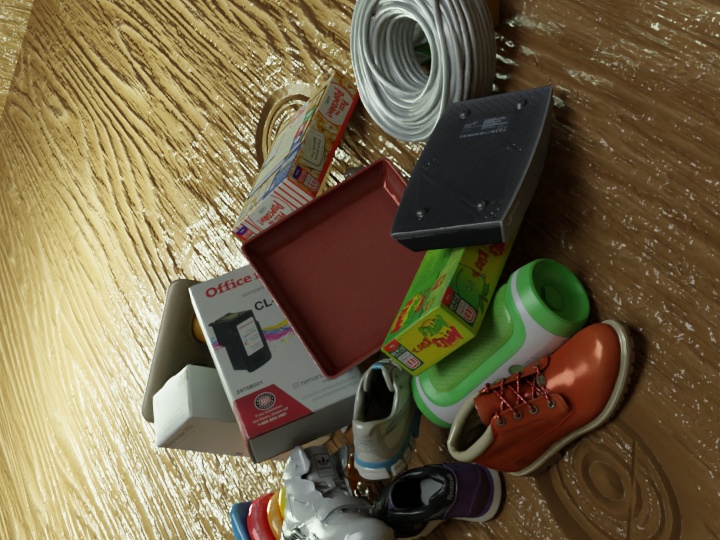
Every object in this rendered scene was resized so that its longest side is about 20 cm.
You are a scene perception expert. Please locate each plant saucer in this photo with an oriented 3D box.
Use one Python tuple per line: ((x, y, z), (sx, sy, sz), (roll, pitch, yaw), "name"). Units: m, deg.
((0.000, 0.000, 1.269), (0.201, 0.198, 0.037), (53, 170, 28), "plant saucer")

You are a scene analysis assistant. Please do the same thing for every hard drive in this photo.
((0.117, -0.098, 1.138), (0.134, 0.043, 0.201), (-6, 42, 33), "hard drive")

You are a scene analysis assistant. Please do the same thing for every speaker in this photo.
((0.132, 0.074, 1.129), (0.200, 0.088, 0.089), (-47, 44, 40), "speaker")

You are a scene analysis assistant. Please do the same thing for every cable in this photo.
((0.065, -0.244, 1.286), (0.199, 0.069, 0.202), (-16, 93, 56), "cable")

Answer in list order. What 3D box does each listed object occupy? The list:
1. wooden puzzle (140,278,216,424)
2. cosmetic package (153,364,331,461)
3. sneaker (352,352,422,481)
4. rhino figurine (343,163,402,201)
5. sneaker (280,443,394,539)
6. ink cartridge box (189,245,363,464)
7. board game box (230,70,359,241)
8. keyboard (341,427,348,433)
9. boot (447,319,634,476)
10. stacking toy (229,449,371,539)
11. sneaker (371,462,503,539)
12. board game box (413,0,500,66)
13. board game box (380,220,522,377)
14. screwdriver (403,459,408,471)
((-0.175, 0.113, 1.502), (0.046, 0.199, 0.187), (18, 96, 44), "wooden puzzle")
((-0.144, 0.179, 1.426), (0.102, 0.198, 0.075), (-41, 48, 45), "cosmetic package")
((0.036, 0.115, 1.208), (0.074, 0.087, 0.201), (-2, 40, 20), "sneaker")
((0.020, -0.030, 1.362), (0.087, 0.059, 0.203), (-17, 71, 59), "rhino figurine")
((-0.030, 0.243, 1.232), (0.199, 0.074, 0.116), (-19, 71, 60), "sneaker")
((-0.092, 0.090, 1.301), (0.083, 0.144, 0.201), (84, 162, -61), "ink cartridge box")
((-0.082, -0.142, 1.492), (0.151, 0.046, 0.201), (-37, 25, 48), "board game box")
((-0.038, 0.108, 1.457), (0.056, 0.011, 0.201), (-56, 39, 33), "keyboard")
((0.161, 0.116, 1.052), (0.201, 0.106, 0.075), (-54, 38, 32), "boot")
((-0.048, 0.272, 1.357), (0.200, 0.109, 0.117), (-46, 59, 26), "stacking toy")
((0.053, 0.232, 1.204), (0.199, 0.087, 0.077), (-32, 55, 50), "sneaker")
((0.101, -0.357, 1.346), (0.152, 0.040, 0.203), (-14, 69, 55), "board game box")
((0.097, 0.001, 1.147), (0.102, 0.047, 0.201), (-41, 16, 47), "board game box")
((0.046, 0.145, 1.256), (0.201, 0.029, 0.028), (-101, 31, -52), "screwdriver")
